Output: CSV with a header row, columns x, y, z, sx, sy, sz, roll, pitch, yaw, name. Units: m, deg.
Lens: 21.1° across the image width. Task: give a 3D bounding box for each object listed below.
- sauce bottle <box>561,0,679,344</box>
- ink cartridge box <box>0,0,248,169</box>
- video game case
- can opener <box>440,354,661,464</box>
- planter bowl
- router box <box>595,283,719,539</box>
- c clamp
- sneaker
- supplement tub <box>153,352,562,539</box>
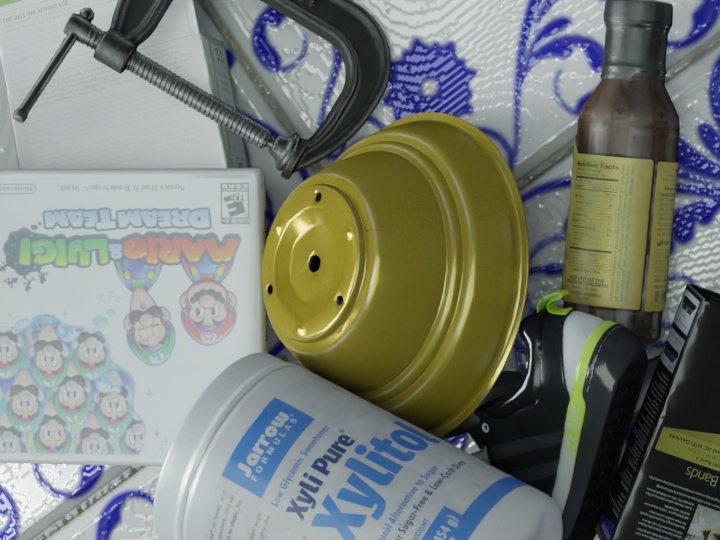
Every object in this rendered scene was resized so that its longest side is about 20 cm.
x,y,z,sx,sy,sz,roll,pitch,yaw,name
0.157,-0.059,1.143,0.064,0.065,0.201,7,94,16,sauce bottle
-0.160,-0.132,1.243,0.145,0.048,0.201,-13,83,17,ink cartridge box
-0.155,0.029,1.190,0.199,0.024,0.183,0,95,9,video game case
0.128,0.073,1.164,0.199,0.053,0.067,-25,86,15,can opener
0.000,0.000,1.133,0.200,0.083,0.202,-13,73,49,planter bowl
0.254,0.115,1.099,0.199,0.052,0.158,20,99,-4,router box
-0.088,-0.124,1.193,0.199,0.027,0.172,25,76,-4,c clamp
0.104,0.105,1.122,0.083,0.072,0.201,25,113,23,sneaker
-0.001,0.143,1.074,0.199,0.132,0.133,25,100,22,supplement tub
